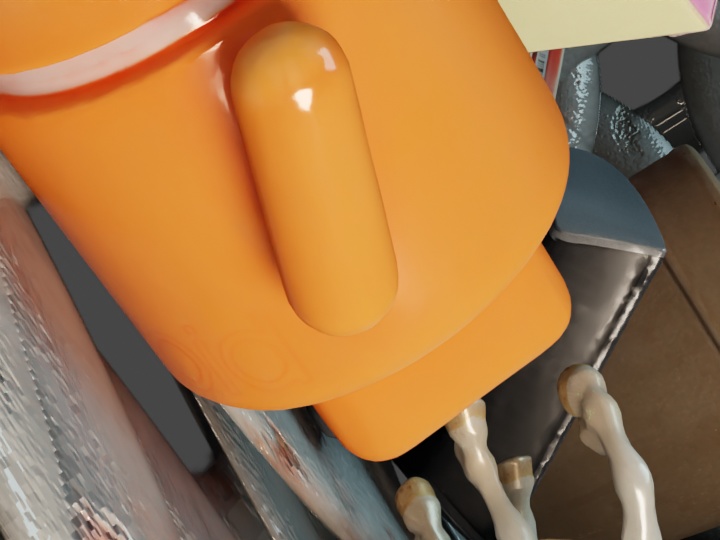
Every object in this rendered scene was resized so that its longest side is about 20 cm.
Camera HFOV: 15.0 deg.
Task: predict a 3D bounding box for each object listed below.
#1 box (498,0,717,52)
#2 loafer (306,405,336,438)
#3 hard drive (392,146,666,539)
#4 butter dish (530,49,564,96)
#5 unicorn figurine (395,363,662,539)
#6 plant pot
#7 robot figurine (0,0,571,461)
[{"bbox_3d":[-0.021,-0.145,0.699,0.200,0.175,0.097,43,53,-42],"label":"box"},{"bbox_3d":[0.000,0.000,0.922,0.063,0.072,0.200,53,8,-7],"label":"loafer"},{"bbox_3d":[0.051,0.017,1.002,0.042,0.135,0.200,27,9,-10],"label":"hard drive"},{"bbox_3d":[0.020,-0.095,1.392,0.199,0.147,0.201,37,64,-78],"label":"butter dish"},{"bbox_3d":[0.056,0.102,0.739,0.200,0.074,0.138,63,7,-70],"label":"unicorn figurine"},{"bbox_3d":[0.144,0.064,1.383,0.201,0.174,0.200,57,4,-6],"label":"plant pot"},{"bbox_3d":[-0.026,-0.049,0.625,0.200,0.116,0.144,55,36,-29],"label":"robot figurine"}]
